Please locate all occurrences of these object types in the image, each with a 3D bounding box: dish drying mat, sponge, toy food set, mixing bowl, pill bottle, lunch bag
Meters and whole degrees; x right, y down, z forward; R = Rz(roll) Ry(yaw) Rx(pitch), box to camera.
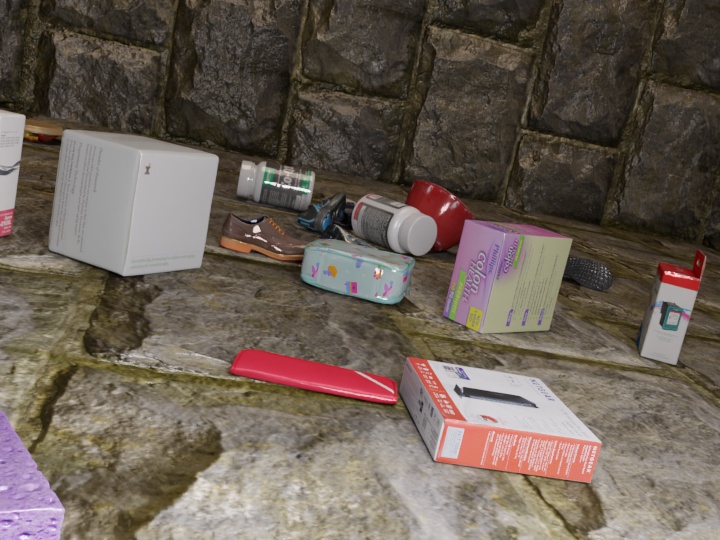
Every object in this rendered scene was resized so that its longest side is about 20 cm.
[{"bbox_3d":[-0.053,0.127,1.064,0.198,0.018,0.077,12,12,-1],"label":"dish drying mat"},{"bbox_3d":[-0.309,0.147,0.663,0.111,0.030,0.200,4,14,-38],"label":"sponge"},{"bbox_3d":[-0.993,-0.424,2.669,0.196,0.049,0.200,9,12,-16],"label":"toy food set"},{"bbox_3d":[0.179,-0.119,2.194,0.199,0.109,0.200,35,-15,11],"label":"mixing bowl"},{"bbox_3d":[0.081,-0.107,2.109,0.113,0.115,0.199,2,16,-42],"label":"pill bottle"},{"bbox_3d":[0.000,0.000,1.596,0.198,0.078,0.160,14,10,9],"label":"lunch bag"},{"bbox_3d":[-0.229,-0.231,2.386,0.198,0.114,0.113,10,11,-8],"label":"pill bottle"}]

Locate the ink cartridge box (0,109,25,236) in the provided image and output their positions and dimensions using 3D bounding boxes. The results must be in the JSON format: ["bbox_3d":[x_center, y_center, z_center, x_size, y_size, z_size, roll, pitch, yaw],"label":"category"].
[{"bbox_3d":[-0.629,-0.166,1.407,0.144,0.202,0.084,14,11,7],"label":"ink cartridge box"}]

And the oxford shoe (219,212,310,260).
[{"bbox_3d":[-0.173,-0.066,1.738,0.198,0.074,0.071,10,11,-15],"label":"oxford shoe"}]

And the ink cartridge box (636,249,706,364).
[{"bbox_3d":[0.563,0.057,1.605,0.067,0.202,0.116,14,11,11],"label":"ink cartridge box"}]

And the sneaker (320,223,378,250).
[{"bbox_3d":[-0.011,-0.028,1.779,0.086,0.078,0.200,18,12,-42],"label":"sneaker"}]

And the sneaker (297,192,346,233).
[{"bbox_3d":[-0.091,-0.151,2.187,0.081,0.074,0.200,11,21,15],"label":"sneaker"}]

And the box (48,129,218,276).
[{"bbox_3d":[-0.365,-0.112,1.434,0.170,0.202,0.199,15,11,26],"label":"box"}]

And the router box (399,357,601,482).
[{"bbox_3d":[0.151,0.166,1.013,0.178,0.049,0.200,10,11,-11],"label":"router box"}]

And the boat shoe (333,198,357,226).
[{"bbox_3d":[0.009,-0.132,2.307,0.198,0.075,0.093,13,23,20],"label":"boat shoe"}]

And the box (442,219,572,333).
[{"bbox_3d":[0.262,0.011,1.567,0.199,0.177,0.096,1,16,-43],"label":"box"}]

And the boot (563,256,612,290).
[{"bbox_3d":[0.564,-0.004,2.264,0.199,0.070,0.131,23,10,27],"label":"boot"}]
